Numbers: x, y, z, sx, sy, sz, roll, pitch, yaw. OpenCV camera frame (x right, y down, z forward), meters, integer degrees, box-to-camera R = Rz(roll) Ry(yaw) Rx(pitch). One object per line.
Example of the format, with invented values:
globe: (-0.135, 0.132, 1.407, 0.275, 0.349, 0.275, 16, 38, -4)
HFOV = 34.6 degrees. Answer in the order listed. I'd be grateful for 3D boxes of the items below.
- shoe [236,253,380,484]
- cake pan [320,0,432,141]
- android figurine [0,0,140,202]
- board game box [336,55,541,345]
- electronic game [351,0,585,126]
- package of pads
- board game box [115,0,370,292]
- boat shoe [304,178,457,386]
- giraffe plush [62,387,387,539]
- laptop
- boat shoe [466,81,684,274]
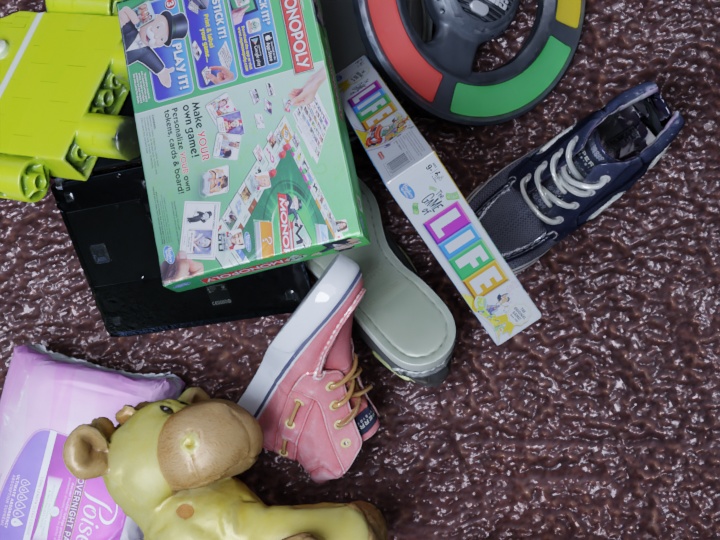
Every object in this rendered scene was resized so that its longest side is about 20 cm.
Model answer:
shoe: (-0.019, 0.073, 0.784, 0.091, 0.200, 0.071, 35, 48, 2)
cake pan: (-0.047, -0.189, 0.872, 0.200, 0.037, 0.201, -2, 77, 7)
android figurine: (-0.232, -0.132, 0.846, 0.200, 0.041, 0.182, 12, 70, 28)
board game box: (0.043, -0.053, 0.760, 0.034, 0.200, 0.135, -34, 118, 5)
electronic game: (0.082, -0.205, 0.838, 0.200, 0.042, 0.200, -2, 95, -29)
package of pads: (-0.207, 0.160, 0.825, 0.120, 0.076, 0.200, 12, 83, 5)
board game box: (-0.079, -0.098, 0.754, 0.134, 0.029, 0.200, -13, 77, 9)
boat shoe: (0.000, 0.000, 0.840, 0.072, 0.061, 0.201, -31, 63, -8)
giraffe plush: (-0.100, 0.152, 0.751, 0.200, 0.173, 0.162, -23, 82, 5)
laptop: (-0.123, -0.069, 0.847, 0.177, 0.103, 0.200, -9, 111, 23)
boat shoe: (0.142, -0.065, 0.831, 0.200, 0.093, 0.075, -39, 83, -3)
